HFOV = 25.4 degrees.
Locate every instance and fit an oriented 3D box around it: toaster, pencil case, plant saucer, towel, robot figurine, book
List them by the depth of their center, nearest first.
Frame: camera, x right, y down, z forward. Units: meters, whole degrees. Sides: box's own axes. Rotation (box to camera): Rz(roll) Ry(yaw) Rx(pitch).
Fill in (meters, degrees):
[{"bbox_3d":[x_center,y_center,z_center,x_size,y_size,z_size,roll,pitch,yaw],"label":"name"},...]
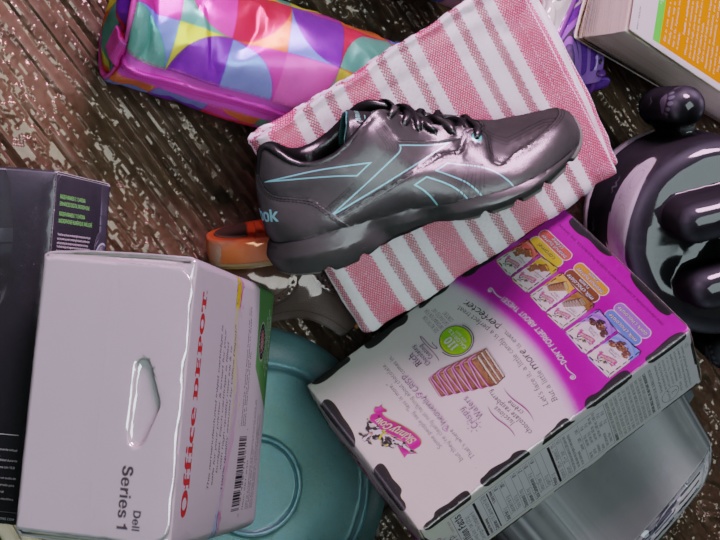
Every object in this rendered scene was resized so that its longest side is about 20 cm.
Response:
[{"bbox_3d":[0.047,-0.072,0.976,0.199,0.030,0.147,-33,108,-6],"label":"towel"},{"bbox_3d":[-0.061,-0.128,0.986,0.198,0.088,0.089,16,85,-18],"label":"pencil case"},{"bbox_3d":[-0.071,0.136,1.019,0.198,0.027,0.202,-1,92,-22],"label":"plant saucer"},{"bbox_3d":[0.217,-0.029,1.032,0.124,0.200,0.151,25,96,-9],"label":"robot figurine"},{"bbox_3d":[0.136,0.127,1.052,0.200,0.113,0.129,-45,107,-16],"label":"toaster"},{"bbox_3d":[0.240,-0.184,1.091,0.199,0.048,0.135,23,76,-38],"label":"book"}]

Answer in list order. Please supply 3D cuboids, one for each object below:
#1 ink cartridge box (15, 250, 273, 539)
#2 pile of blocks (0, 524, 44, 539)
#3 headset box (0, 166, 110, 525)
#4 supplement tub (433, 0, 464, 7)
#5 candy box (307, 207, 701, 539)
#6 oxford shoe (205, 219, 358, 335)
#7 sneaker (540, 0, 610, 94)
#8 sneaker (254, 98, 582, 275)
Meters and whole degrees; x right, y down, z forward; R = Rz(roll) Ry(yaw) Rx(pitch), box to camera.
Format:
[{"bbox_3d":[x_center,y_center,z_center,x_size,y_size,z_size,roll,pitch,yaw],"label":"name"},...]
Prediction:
[{"bbox_3d":[-0.111,0.071,0.878,0.083,0.200,0.146,4,85,9],"label":"ink cartridge box"},{"bbox_3d":[-0.194,0.082,0.946,0.081,0.062,0.202,-4,89,-15],"label":"pile of blocks"},{"bbox_3d":[-0.238,0.028,0.881,0.172,0.093,0.202,3,89,10],"label":"headset box"},{"bbox_3d":[0.002,-0.255,0.984,0.199,0.132,0.133,20,84,-20],"label":"supplement tub"},{"bbox_3d":[0.087,0.069,0.973,0.199,0.137,0.061,-34,139,-7],"label":"candy box"},{"bbox_3d":[0.000,0.000,1.027,0.198,0.071,0.074,-6,103,-13],"label":"oxford shoe"},{"bbox_3d":[0.124,-0.126,1.063,0.083,0.080,0.201,35,78,-24],"label":"sneaker"},{"bbox_3d":[0.033,-0.063,0.919,0.199,0.075,0.080,-20,105,-10],"label":"sneaker"}]
